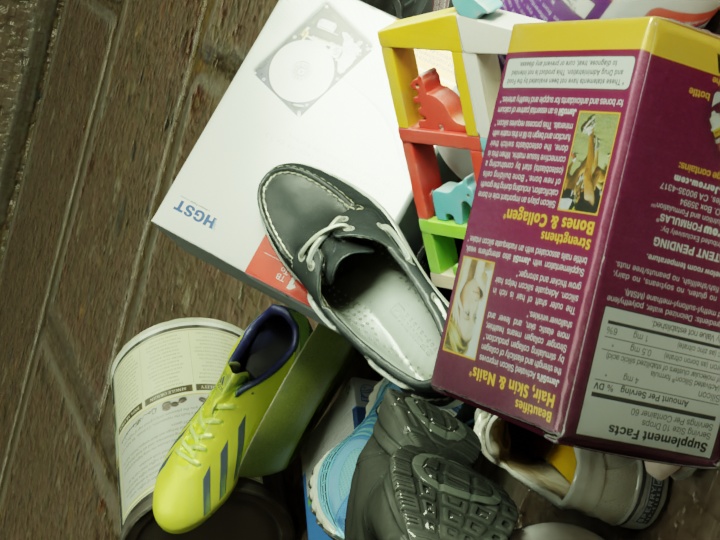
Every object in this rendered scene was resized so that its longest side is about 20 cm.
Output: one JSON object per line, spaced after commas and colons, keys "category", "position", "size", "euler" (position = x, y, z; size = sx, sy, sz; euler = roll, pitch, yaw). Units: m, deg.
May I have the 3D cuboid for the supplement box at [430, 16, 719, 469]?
{"category": "supplement box", "position": [0.126, -0.017, 0.781], "size": [0.131, 0.103, 0.201], "euler": [17, 94, 63]}

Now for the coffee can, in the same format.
{"category": "coffee can", "position": [-0.142, 0.161, 1.368], "size": [0.201, 0.146, 0.147], "euler": [-103, 33, -46]}

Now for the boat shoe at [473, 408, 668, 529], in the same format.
{"category": "boat shoe", "position": [0.102, 0.091, 0.918], "size": [0.200, 0.069, 0.071], "euler": [-133, 57, -63]}

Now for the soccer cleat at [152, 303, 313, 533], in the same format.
{"category": "soccer cleat", "position": [-0.106, 0.111, 1.227], "size": [0.201, 0.065, 0.084], "euler": [-56, -22, -14]}

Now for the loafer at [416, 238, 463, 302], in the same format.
{"category": "loafer", "position": [0.065, 0.002, 1.049], "size": [0.200, 0.070, 0.068], "euler": [142, 136, -58]}

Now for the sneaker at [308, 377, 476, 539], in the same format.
{"category": "sneaker", "position": [0.031, 0.109, 1.007], "size": [0.090, 0.078, 0.200], "euler": [-46, 11, 36]}

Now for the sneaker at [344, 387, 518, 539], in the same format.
{"category": "sneaker", "position": [0.029, 0.135, 0.843], "size": [0.091, 0.076, 0.200], "euler": [-61, 5, 9]}

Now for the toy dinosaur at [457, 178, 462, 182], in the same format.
{"category": "toy dinosaur", "position": [0.031, -0.074, 1.172], "size": [0.086, 0.135, 0.200], "euler": [-46, -17, -26]}

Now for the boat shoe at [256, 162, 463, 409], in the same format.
{"category": "boat shoe", "position": [0.000, 0.000, 0.962], "size": [0.200, 0.060, 0.076], "euler": [43, 94, 22]}

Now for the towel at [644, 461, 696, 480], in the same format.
{"category": "towel", "position": [0.194, -0.016, 0.801], "size": [0.191, 0.032, 0.201], "euler": [129, 146, -50]}

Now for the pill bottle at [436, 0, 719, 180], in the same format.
{"category": "pill bottle", "position": [0.123, -0.134, 0.924], "size": [0.200, 0.111, 0.112], "euler": [126, 148, -44]}

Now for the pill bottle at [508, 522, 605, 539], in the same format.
{"category": "pill bottle", "position": [0.066, 0.214, 0.887], "size": [0.200, 0.113, 0.114], "euler": [145, 133, -59]}

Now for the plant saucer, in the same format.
{"category": "plant saucer", "position": [-0.029, 0.077, 1.192], "size": [0.201, 0.031, 0.200], "euler": [-60, -4, -7]}

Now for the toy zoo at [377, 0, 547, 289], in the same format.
{"category": "toy zoo", "position": [0.076, -0.074, 0.905], "size": [0.131, 0.020, 0.201], "euler": [11, 123, 43]}

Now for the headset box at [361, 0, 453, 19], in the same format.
{"category": "headset box", "position": [0.069, -0.220, 1.145], "size": [0.200, 0.077, 0.150], "euler": [174, 106, -68]}

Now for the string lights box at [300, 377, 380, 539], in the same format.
{"category": "string lights box", "position": [0.007, 0.189, 1.112], "size": [0.103, 0.059, 0.201], "euler": [124, 149, -44]}

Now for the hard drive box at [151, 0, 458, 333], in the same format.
{"category": "hard drive box", "position": [-0.020, -0.075, 1.062], "size": [0.201, 0.155, 0.077], "euler": [-62, -17, -7]}
